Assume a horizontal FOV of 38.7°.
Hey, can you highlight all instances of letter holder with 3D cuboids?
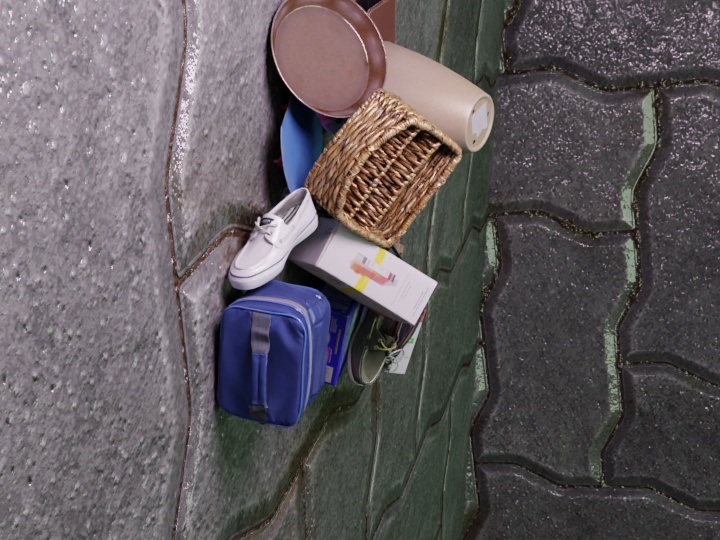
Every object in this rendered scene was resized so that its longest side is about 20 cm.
[{"bbox_3d":[-0.008,-0.358,1.739,0.142,0.100,0.201,-54,148,-56],"label":"letter holder"}]

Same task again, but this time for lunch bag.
[{"bbox_3d":[-0.128,0.126,1.458,0.132,0.135,0.201,-45,141,-65],"label":"lunch bag"}]

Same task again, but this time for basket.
[{"bbox_3d":[0.033,-0.150,1.532,0.200,0.149,0.143,-50,167,12],"label":"basket"}]

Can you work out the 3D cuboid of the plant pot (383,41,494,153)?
[{"bbox_3d":[0.107,-0.260,1.658,0.187,0.200,0.188,-34,133,-46],"label":"plant pot"}]

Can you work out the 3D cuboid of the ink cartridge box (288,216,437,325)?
[{"bbox_3d":[0.000,0.000,1.656,0.084,0.200,0.145,-60,-158,-7],"label":"ink cartridge box"}]

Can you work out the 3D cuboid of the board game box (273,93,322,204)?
[{"bbox_3d":[-0.106,-0.200,1.576,0.158,0.039,0.200,73,23,-48],"label":"board game box"}]

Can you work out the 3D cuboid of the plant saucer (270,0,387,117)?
[{"bbox_3d":[-0.051,-0.320,1.528,0.034,0.200,0.201,-19,-127,57],"label":"plant saucer"}]

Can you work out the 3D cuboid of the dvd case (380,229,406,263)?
[{"bbox_3d":[-0.008,-0.089,1.728,0.025,0.200,0.150,-44,160,-1],"label":"dvd case"}]

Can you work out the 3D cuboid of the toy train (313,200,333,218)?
[{"bbox_3d":[-0.053,-0.071,1.824,0.200,0.042,0.057,48,62,-70],"label":"toy train"}]

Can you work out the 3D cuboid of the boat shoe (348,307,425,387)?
[{"bbox_3d":[0.051,0.132,1.872,0.200,0.075,0.062,-52,-154,-1],"label":"boat shoe"}]

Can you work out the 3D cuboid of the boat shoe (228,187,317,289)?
[{"bbox_3d":[-0.131,-0.052,1.471,0.200,0.073,0.067,-53,144,-47],"label":"boat shoe"}]

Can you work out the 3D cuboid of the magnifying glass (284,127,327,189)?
[{"bbox_3d":[-0.065,-0.187,1.681,0.200,0.079,0.022,-56,150,-38],"label":"magnifying glass"}]

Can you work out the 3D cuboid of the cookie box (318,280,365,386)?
[{"bbox_3d":[-0.035,0.075,1.833,0.200,0.075,0.172,-62,167,-51],"label":"cookie box"}]

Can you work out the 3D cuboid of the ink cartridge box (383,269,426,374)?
[{"bbox_3d":[0.066,0.094,1.949,0.109,0.050,0.201,11,101,-48],"label":"ink cartridge box"}]

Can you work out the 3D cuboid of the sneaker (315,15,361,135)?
[{"bbox_3d":[-0.046,-0.307,1.616,0.095,0.079,0.201,108,-30,-89],"label":"sneaker"}]

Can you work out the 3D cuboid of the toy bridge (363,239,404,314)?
[{"bbox_3d":[0.037,0.029,1.856,0.067,0.027,0.200,88,21,-66],"label":"toy bridge"}]

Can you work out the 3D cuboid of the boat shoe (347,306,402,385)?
[{"bbox_3d":[0.034,0.108,1.788,0.072,0.060,0.202,18,88,-40],"label":"boat shoe"}]
